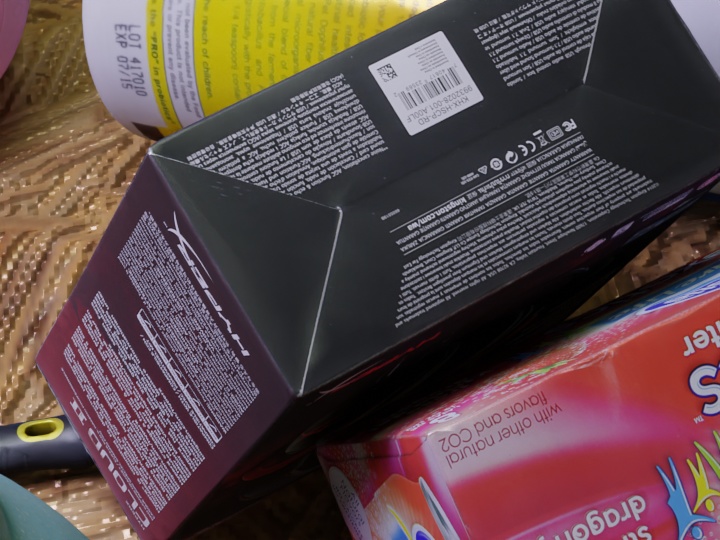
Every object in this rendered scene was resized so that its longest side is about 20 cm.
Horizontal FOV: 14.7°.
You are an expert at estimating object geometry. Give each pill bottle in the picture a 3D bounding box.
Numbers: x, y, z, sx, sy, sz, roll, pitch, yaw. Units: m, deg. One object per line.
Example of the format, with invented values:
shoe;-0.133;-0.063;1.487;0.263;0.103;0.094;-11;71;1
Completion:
pill bottle;0.017;-0.083;0.921;0.200;0.109;0.109;11;43;23

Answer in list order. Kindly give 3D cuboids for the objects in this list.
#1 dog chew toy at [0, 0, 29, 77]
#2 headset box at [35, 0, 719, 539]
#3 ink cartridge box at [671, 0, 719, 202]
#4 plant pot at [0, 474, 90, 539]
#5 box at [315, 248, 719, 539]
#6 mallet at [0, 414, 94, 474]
dog chew toy;-0.203;-0.119;1.005;0.124;0.125;0.200;-29;36;-23
headset box;0.000;0.000;0.778;0.148;0.200;0.075;-28;81;-23
ink cartridge box;0.142;-0.124;0.836;0.076;0.137;0.200;12;37;41
plant pot;-0.136;0.115;0.688;0.200;0.134;0.201;-5;39;4
box;0.104;0.048;0.726;0.200;0.100;0.095;-24;3;-19
mallet;-0.183;0.056;0.851;0.200;0.041;0.066;-11;42;-9
